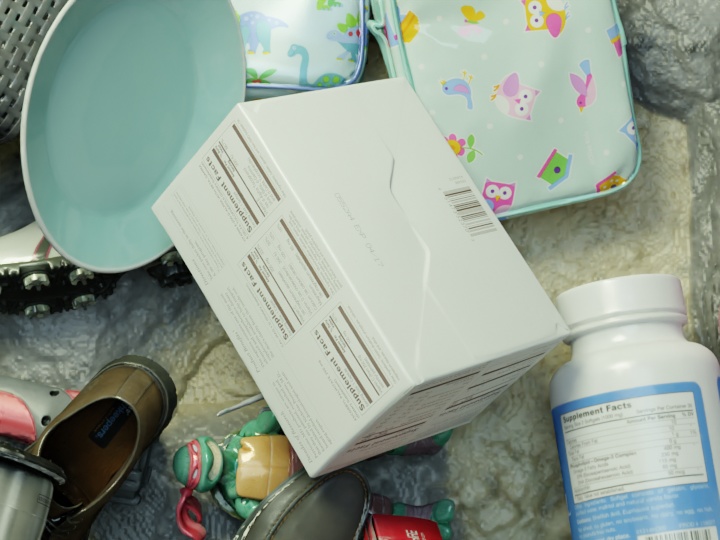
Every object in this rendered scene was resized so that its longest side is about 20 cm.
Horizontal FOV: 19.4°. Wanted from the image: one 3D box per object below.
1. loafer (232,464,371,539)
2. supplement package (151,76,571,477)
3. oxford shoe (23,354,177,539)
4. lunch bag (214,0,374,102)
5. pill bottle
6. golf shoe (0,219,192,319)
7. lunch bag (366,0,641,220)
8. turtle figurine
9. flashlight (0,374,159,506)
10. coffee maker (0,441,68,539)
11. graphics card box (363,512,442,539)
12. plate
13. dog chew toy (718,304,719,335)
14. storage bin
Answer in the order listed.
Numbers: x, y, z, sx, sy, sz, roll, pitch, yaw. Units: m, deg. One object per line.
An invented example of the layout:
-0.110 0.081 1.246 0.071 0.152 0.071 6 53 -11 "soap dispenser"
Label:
-0.047 0.195 1.229 0.073 0.072 0.200 41 66 -21 "loafer"
0.000 0.000 1.280 0.156 0.111 0.200 -14 66 -47 "supplement package"
-0.191 0.140 1.269 0.073 0.084 0.200 33 102 0 "oxford shoe"
-0.090 -0.185 1.400 0.199 0.082 0.161 1 78 -2 "lunch bag"
0.180 0.109 1.329 0.112 0.112 0.201 -7 77 -4 "pill bottle"
-0.176 -0.026 1.371 0.199 0.077 0.088 -13 71 -14 "golf shoe"
0.090 -0.137 1.368 0.160 0.077 0.201 -13 103 -2 "lunch bag"
-0.042 0.125 1.323 0.199 0.101 0.150 4 92 -17 "turtle figurine"
-0.230 0.097 1.339 0.199 0.068 0.068 12 92 0 "flashlight"
-0.275 0.186 1.178 0.192 0.135 0.201 5 74 34 "coffee maker"
0.022 0.258 1.249 0.051 0.125 0.201 5 98 -5 "graphics card box"
-0.141 -0.098 1.276 0.026 0.200 0.201 17 75 34 "plate"
0.296 0.021 1.308 0.124 0.200 0.125 1 77 -3 "dog chew toy"
-0.245 -0.153 1.316 0.094 0.200 0.136 30 77 -19 "storage bin"
